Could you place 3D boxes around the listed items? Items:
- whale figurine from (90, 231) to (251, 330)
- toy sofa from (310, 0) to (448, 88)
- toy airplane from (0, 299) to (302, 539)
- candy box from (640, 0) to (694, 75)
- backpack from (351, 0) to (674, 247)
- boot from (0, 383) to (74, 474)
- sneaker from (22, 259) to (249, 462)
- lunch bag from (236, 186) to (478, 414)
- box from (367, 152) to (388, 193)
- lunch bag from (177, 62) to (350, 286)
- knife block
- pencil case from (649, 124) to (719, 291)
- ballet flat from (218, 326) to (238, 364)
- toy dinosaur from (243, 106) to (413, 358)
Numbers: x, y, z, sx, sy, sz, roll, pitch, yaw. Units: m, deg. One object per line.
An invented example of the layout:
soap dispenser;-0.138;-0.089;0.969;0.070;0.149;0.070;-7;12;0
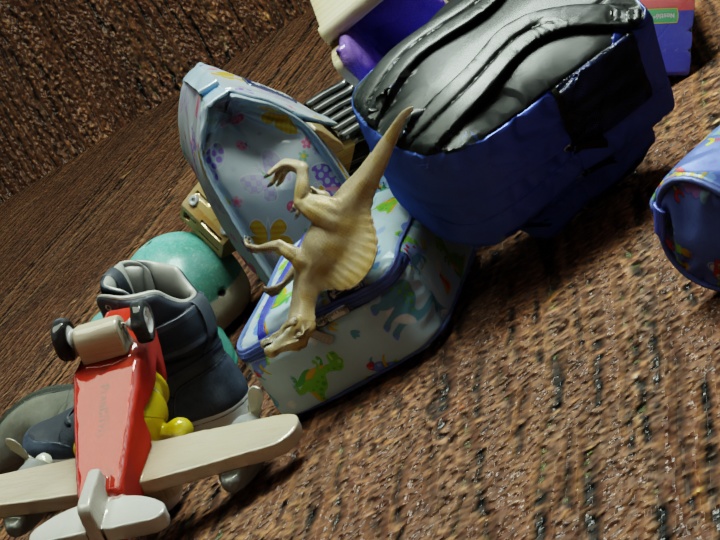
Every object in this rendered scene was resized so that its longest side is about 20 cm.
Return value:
whale figurine;-0.195;0.026;1.896;0.199;0.104;0.159;-13;24;49
toy sofa;0.057;-0.151;1.546;0.083;0.200;0.098;-37;37;16
toy airplane;-0.162;0.137;1.421;0.199;0.141;0.199;30;70;35
candy box;0.198;-0.224;1.763;0.167;0.078;0.200;0;20;4
backpack;0.109;-0.106;1.457;0.199;0.169;0.162;-35;36;-16
boot;-0.256;0.150;1.708;0.199;0.068;0.131;-29;20;26
sneaker;-0.193;0.072;1.561;0.201;0.147;0.077;-16;23;19
lunch bag;-0.004;0.016;1.518;0.160;0.083;0.200;-28;18;27
box;0.057;-0.143;1.854;0.137;0.037;0.200;-64;-5;23
lunch bag;-0.075;-0.085;1.718;0.127;0.201;0.170;-36;15;-4
knife block;-0.054;-0.092;1.898;0.200;0.064;0.175;-51;-27;6
pencil case;0.246;-0.070;1.233;0.086;0.079;0.200;13;40;32
ballet flat;-0.148;0.062;1.725;0.067;0.071;0.200;-41;22;-2
toy dinosaur;-0.020;-0.035;1.420;0.101;0.058;0.201;35;102;38
